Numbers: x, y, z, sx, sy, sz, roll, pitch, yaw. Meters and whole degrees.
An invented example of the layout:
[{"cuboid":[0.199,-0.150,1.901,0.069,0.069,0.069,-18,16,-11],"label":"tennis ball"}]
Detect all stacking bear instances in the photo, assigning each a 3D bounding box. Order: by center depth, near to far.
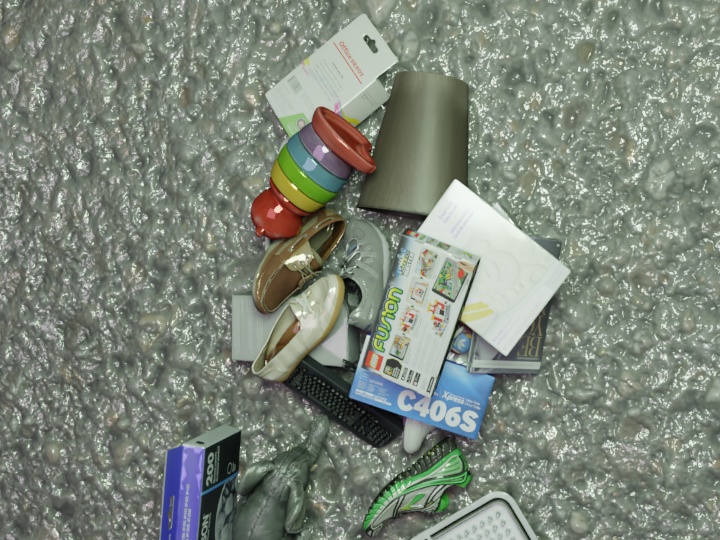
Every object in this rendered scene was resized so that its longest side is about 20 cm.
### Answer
[{"cuboid":[-0.083,-0.128,1.330,0.113,0.122,0.200,36,110,-20],"label":"stacking bear"}]

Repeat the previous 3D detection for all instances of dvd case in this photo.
[{"cuboid":[0.225,0.049,1.319,0.016,0.146,0.205,15,97,51],"label":"dvd case"}]

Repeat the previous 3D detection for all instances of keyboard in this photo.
[{"cuboid":[-0.017,0.192,1.392,0.198,0.021,0.127,35,125,-9],"label":"keyboard"}]

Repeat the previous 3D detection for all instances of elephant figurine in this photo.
[{"cuboid":[-0.126,0.337,1.398,0.138,0.156,0.203,10,121,-19],"label":"elephant figurine"}]

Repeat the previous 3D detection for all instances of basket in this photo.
[{"cuboid":[0.092,-0.181,1.346,0.177,0.135,0.205,10,91,28],"label":"basket"}]

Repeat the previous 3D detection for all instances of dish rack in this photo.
[{"cuboid":[0.184,0.446,1.387,0.198,0.043,0.174,-34,82,14],"label":"dish rack"}]

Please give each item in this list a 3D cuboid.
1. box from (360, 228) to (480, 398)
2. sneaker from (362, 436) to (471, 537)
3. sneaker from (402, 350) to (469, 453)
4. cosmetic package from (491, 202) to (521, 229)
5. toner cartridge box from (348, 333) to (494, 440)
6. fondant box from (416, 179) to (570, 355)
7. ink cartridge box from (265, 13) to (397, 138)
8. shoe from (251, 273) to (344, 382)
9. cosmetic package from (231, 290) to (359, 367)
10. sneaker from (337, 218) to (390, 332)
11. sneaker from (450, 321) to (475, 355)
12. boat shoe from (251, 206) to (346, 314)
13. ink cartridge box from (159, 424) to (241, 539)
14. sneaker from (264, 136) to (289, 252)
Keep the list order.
[{"cuboid":[0.079,0.058,1.219,0.108,0.035,0.204,22,111,13],"label":"box"},{"cuboid":[0.084,0.349,1.393,0.199,0.078,0.086,-40,83,12],"label":"sneaker"},{"cuboid":[0.131,0.198,1.375,0.098,0.075,0.203,30,99,13],"label":"sneaker"},{"cuboid":[0.146,-0.018,1.360,0.199,0.082,0.051,-41,82,12],"label":"cosmetic package"},{"cuboid":[0.089,0.168,1.328,0.196,0.043,0.097,17,91,2],"label":"toner cartridge box"},{"cuboid":[0.164,-0.005,1.239,0.199,0.058,0.145,38,99,7],"label":"fondant box"},{"cuboid":[-0.035,-0.279,1.389,0.199,0.067,0.118,-37,63,10],"label":"ink cartridge box"},{"cuboid":[-0.092,0.086,1.342,0.201,0.053,0.070,-54,45,19],"label":"shoe"},{"cuboid":[-0.101,0.090,1.432,0.195,0.090,0.110,3,94,12],"label":"cosmetic package"},{"cuboid":[0.000,0.000,1.364,0.075,0.081,0.203,-50,41,38],"label":"sneaker"},{"cuboid":[0.119,0.075,1.304,0.091,0.196,0.076,59,136,34],"label":"sneaker"},{"cuboid":[-0.091,-0.018,1.375,0.071,0.076,0.202,14,62,39],"label":"boat shoe"},{"cuboid":[-0.248,0.361,1.421,0.042,0.200,0.203,6,94,17],"label":"ink cartridge box"},{"cuboid":[-0.113,-0.114,1.429,0.075,0.080,0.205,4,89,18],"label":"sneaker"}]
